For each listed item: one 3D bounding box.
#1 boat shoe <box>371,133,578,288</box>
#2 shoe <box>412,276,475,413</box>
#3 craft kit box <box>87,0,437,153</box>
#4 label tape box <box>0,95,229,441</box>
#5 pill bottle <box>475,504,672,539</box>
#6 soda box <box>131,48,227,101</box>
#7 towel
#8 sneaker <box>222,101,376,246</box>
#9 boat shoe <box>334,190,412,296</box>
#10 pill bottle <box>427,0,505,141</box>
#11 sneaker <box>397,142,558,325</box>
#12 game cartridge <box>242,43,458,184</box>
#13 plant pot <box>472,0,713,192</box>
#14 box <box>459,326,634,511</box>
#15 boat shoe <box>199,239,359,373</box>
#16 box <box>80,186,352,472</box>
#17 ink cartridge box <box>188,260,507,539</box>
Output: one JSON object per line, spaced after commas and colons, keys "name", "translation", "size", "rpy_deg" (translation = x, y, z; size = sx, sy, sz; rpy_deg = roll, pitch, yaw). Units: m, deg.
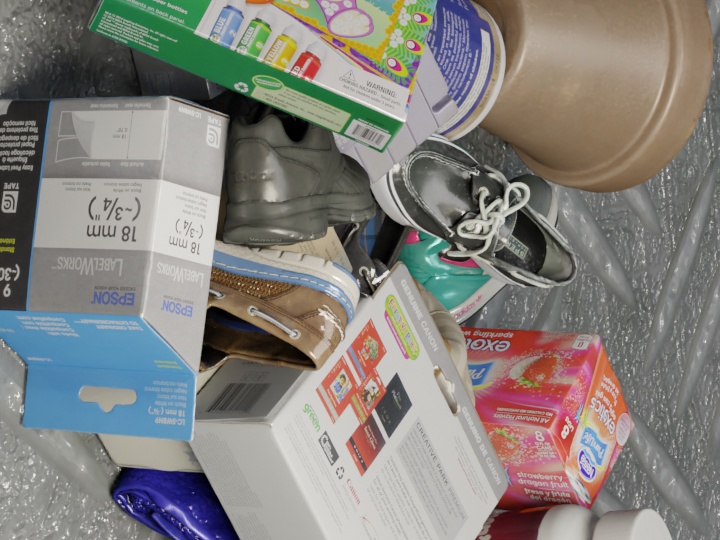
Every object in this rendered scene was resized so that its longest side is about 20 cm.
{"name": "boat shoe", "translation": [0.086, -0.039, 1.828], "size": [0.199, 0.068, 0.074], "rpy_deg": [41, 74, -39]}
{"name": "shoe", "translation": [0.039, 0.057, 1.810], "size": [0.053, 0.200, 0.070], "rpy_deg": [36, 99, -19]}
{"name": "craft kit box", "translation": [-0.046, -0.196, 1.550], "size": [0.199, 0.049, 0.198], "rpy_deg": [22, 55, -11]}
{"name": "label tape box", "translation": [-0.163, -0.003, 1.532], "size": [0.063, 0.143, 0.202], "rpy_deg": [15, 79, -54]}
{"name": "pill bottle", "translation": [0.117, 0.224, 1.768], "size": [0.109, 0.199, 0.110], "rpy_deg": [32, 53, -55]}
{"name": "soda box", "translation": [-0.123, -0.216, 1.650], "size": [0.068, 0.063, 0.201], "rpy_deg": [-34, 118, -47]}
{"name": "towel", "translation": [-0.062, 0.123, 1.712], "size": [0.147, 0.050, 0.200], "rpy_deg": [40, 52, -9]}
{"name": "sneaker", "translation": [-0.037, -0.069, 1.590], "size": [0.200, 0.075, 0.091], "rpy_deg": [-34, 120, -77]}
{"name": "boat shoe", "translation": [0.000, 0.000, 1.832], "size": [0.070, 0.066, 0.201], "rpy_deg": [53, 50, -40]}
{"name": "pill bottle", "translation": [0.009, -0.168, 1.795], "size": [0.200, 0.115, 0.117], "rpy_deg": [21, 75, -54]}
{"name": "sneaker", "translation": [0.085, -0.052, 1.943], "size": [0.200, 0.083, 0.121], "rpy_deg": [-45, 136, -43]}
{"name": "game cartridge", "translation": [-0.020, -0.141, 1.678], "size": [0.129, 0.038, 0.200], "rpy_deg": [-37, 133, -10]}
{"name": "plant pot", "translation": [0.145, -0.168, 1.935], "size": [0.174, 0.199, 0.202], "rpy_deg": [8, 85, -45]}
{"name": "box", "translation": [0.087, 0.108, 1.844], "size": [0.100, 0.199, 0.096], "rpy_deg": [-57, 135, -36]}
{"name": "boat shoe", "translation": [-0.104, 0.022, 1.569], "size": [0.072, 0.199, 0.073], "rpy_deg": [67, 34, -48]}
{"name": "box", "translation": [-0.097, 0.037, 1.674], "size": [0.200, 0.094, 0.078], "rpy_deg": [-57, 134, -38]}
{"name": "ink cartridge box", "translation": [-0.005, 0.122, 1.644], "size": [0.176, 0.083, 0.201], "rpy_deg": [-50, 125, -40]}
